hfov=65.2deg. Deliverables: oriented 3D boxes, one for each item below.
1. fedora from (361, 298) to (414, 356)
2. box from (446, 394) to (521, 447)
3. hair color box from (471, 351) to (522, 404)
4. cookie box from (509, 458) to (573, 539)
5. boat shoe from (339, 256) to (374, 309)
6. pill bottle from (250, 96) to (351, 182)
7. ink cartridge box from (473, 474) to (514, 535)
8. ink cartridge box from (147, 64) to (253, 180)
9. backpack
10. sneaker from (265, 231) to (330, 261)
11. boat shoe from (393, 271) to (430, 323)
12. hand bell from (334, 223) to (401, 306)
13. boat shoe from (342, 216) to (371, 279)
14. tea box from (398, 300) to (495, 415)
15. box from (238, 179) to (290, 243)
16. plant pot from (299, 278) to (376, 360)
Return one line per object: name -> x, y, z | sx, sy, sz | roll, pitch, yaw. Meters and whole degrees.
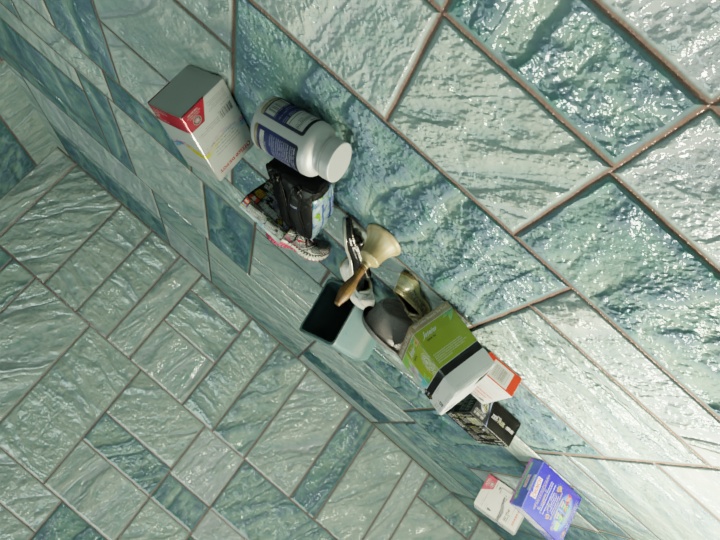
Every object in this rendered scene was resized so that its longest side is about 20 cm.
fedora -> 0.099, 0.148, 1.579 | 0.197, 0.091, 0.178 | 32, -157, -19
box -> 0.381, 0.464, 1.776 | 0.163, 0.087, 0.200 | 41, 160, -2
hair color box -> 0.342, 0.295, 1.527 | 0.110, 0.064, 0.200 | 39, 158, 3
cookie box -> 0.608, 0.755, 1.851 | 0.200, 0.172, 0.075 | 44, 156, -11
boat shoe -> 0.003, 0.050, 1.621 | 0.068, 0.071, 0.202 | 23, 153, 41
pill bottle -> -0.117, -0.259, 1.132 | 0.197, 0.112, 0.112 | 33, 159, 21
ink cartridge box -> 0.602, 0.996, 2.400 | 0.197, 0.148, 0.084 | 28, 158, 28
ink cartridge box -> -0.377, -0.353, 1.359 | 0.142, 0.146, 0.202 | 26, 156, 32
backpack -> -0.134, -0.167, 1.343 | 0.160, 0.154, 0.204 | 28, 138, 21
sneaker -> -0.167, -0.089, 1.587 | 0.196, 0.075, 0.082 | 21, -150, -30
boat shoe -> 0.130, 0.085, 1.472 | 0.072, 0.063, 0.202 | 22, 154, 38
hand bell -> 0.000, 0.000, 1.330 | 0.103, 0.202, 0.105 | 33, 161, 14
boat shoe -> -0.010, -0.054, 1.443 | 0.058, 0.075, 0.204 | -6, 128, 5
tea box -> 0.210, 0.224, 1.425 | 0.199, 0.131, 0.202 | 53, 160, 21
box -> -0.225, -0.160, 1.469 | 0.136, 0.040, 0.201 | 42, -158, -8
plant pot -> -0.040, 0.179, 1.814 | 0.193, 0.199, 0.200 | 14, 157, 49
